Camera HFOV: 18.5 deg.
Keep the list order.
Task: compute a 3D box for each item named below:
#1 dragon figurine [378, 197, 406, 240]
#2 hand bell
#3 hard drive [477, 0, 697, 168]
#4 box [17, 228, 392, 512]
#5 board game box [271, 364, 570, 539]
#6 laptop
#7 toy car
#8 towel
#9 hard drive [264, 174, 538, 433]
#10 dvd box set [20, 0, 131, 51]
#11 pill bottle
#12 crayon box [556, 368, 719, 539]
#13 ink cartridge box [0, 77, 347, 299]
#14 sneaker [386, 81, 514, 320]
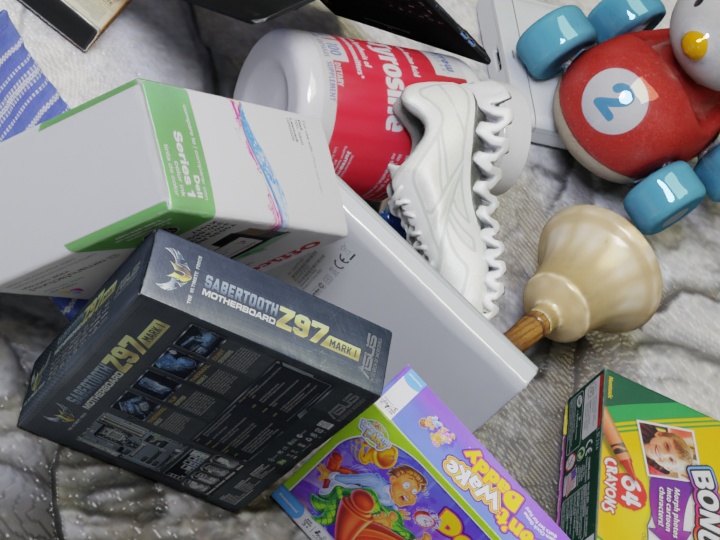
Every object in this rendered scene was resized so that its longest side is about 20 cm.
[{"bbox_3d":[0.000,0.000,1.528,0.200,0.059,0.100,4,58,-34],"label":"dragon figurine"},{"bbox_3d":[0.120,0.042,1.547,0.104,0.104,0.200,48,45,4],"label":"hand bell"},{"bbox_3d":[0.193,-0.149,1.786,0.200,0.027,0.132,10,55,-29],"label":"hard drive"},{"bbox_3d":[-0.096,0.065,1.320,0.157,0.200,0.051,23,54,-18],"label":"box"},{"bbox_3d":[0.053,0.174,1.391,0.200,0.134,0.045,47,45,3],"label":"board game box"},{"bbox_3d":[-0.041,-0.180,1.559,0.200,0.177,0.103,40,80,-44],"label":"laptop"},{"bbox_3d":[0.257,-0.165,1.683,0.177,0.200,0.185,-23,74,-41],"label":"toy car"},{"bbox_3d":[-0.197,-0.059,1.393,0.200,0.024,0.145,54,28,-21],"label":"towel"},{"bbox_3d":[0.006,0.033,1.458,0.200,0.132,0.026,44,44,0],"label":"hard drive"},{"bbox_3d":[-0.202,-0.263,1.595,0.146,0.029,0.200,38,47,-6],"label":"dvd box set"},{"bbox_3d":[0.018,-0.105,1.577,0.200,0.112,0.112,6,57,-31],"label":"pill bottle"},{"bbox_3d":[0.223,0.191,1.546,0.172,0.058,0.200,24,49,-19],"label":"crayon box"},{"bbox_3d":[-0.122,-0.042,1.339,0.200,0.145,0.084,7,65,-60],"label":"ink cartridge box"},{"bbox_3d":[0.055,-0.033,1.494,0.081,0.075,0.201,7,75,-18],"label":"sneaker"}]
